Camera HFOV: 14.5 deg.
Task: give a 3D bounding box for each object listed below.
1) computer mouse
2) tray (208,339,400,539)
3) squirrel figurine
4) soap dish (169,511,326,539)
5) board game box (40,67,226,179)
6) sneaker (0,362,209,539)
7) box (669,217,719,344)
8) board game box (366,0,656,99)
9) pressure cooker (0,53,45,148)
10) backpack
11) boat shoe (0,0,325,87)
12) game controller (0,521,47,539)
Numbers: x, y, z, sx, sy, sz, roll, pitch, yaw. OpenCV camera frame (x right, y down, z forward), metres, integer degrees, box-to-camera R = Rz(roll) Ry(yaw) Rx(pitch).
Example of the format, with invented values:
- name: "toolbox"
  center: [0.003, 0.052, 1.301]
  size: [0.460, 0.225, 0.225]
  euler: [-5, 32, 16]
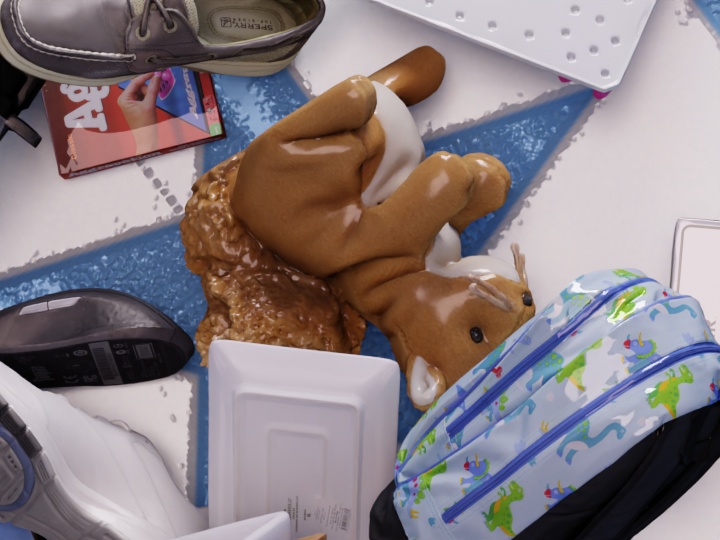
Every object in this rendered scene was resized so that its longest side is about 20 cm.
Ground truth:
- name: "computer mouse"
  center: [-0.202, 0.028, 1.623]
  size: [0.199, 0.140, 0.046]
  euler: [-8, 64, 6]
- name: "tray"
  center: [-0.035, 0.133, 1.584]
  size: [0.107, 0.022, 0.200]
  euler: [6, 121, 7]
- name: "squirrel figurine"
  center: [0.000, 0.000, 1.611]
  size: [0.200, 0.142, 0.187]
  euler: [-31, 91, 16]
- name: "soap dish"
  center: [-0.126, 0.204, 1.505]
  size: [0.200, 0.157, 0.081]
  euler: [-19, 96, 27]
- name: "board game box"
  center: [-0.152, -0.163, 1.697]
  size: [0.103, 0.019, 0.201]
  euler: [-14, 81, 5]
- name: "sneaker"
  center: [-0.165, 0.115, 1.617]
  size: [0.200, 0.087, 0.074]
  euler: [46, 129, -12]
- name: "box"
  center: [0.272, 0.038, 1.601]
  size: [0.199, 0.060, 0.117]
  euler: [6, 83, 7]
- name: "board game box"
  center: [0.092, -0.218, 1.649]
  size: [0.200, 0.026, 0.200]
  euler: [22, 70, 9]
- name: "pressure cooker"
  center: [-0.291, -0.109, 1.629]
  size: [0.179, 0.176, 0.200]
  euler: [33, 86, 42]
- name: "backpack"
  center: [0.116, 0.092, 1.527]
  size: [0.200, 0.163, 0.154]
  euler: [-29, 71, 39]
- name: "boat shoe"
  center: [-0.112, -0.149, 1.618]
  size: [0.200, 0.066, 0.072]
  euler: [-1, 69, -32]
- name: "game controller"
  center: [-0.217, 0.165, 1.620]
  size: [0.104, 0.042, 0.200]
  euler: [-23, 91, -29]
